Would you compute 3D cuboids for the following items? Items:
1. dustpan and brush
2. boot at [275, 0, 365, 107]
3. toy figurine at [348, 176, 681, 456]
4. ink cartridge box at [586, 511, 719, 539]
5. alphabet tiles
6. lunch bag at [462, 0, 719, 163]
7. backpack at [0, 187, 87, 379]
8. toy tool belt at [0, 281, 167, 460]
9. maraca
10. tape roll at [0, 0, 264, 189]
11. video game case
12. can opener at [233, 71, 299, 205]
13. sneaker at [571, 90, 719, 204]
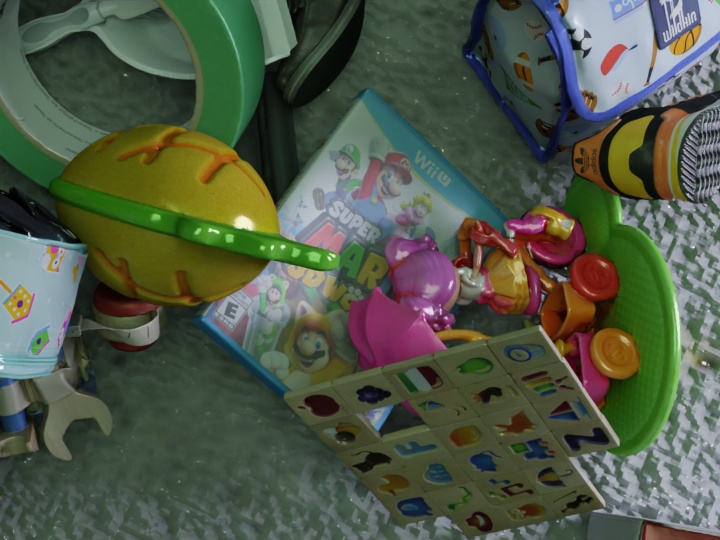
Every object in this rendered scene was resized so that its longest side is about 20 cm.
[{"bbox_3d":[-0.151,-0.177,1.061,0.200,0.057,0.140,-16,89,33],"label":"dustpan and brush"},{"bbox_3d":[-0.071,-0.222,1.091,0.174,0.069,0.200,22,72,4],"label":"boot"},{"bbox_3d":[0.082,0.022,1.024,0.184,0.150,0.200,1,61,-18],"label":"toy figurine"},{"bbox_3d":[0.255,0.211,1.014,0.200,0.176,0.084,10,82,-3],"label":"ink cartridge box"},{"bbox_3d":[0.072,0.110,1.002,0.167,0.200,0.008,-17,48,21],"label":"alphabet tiles"},{"bbox_3d":[0.168,-0.173,1.033,0.170,0.200,0.124,-35,79,-9],"label":"lunch bag"},{"bbox_3d":[-0.256,0.008,0.879,0.200,0.176,0.153,9,87,2],"label":"backpack"},{"bbox_3d":[-0.219,0.068,1.031,0.200,0.125,0.123,-4,117,-2],"label":"toy tool belt"},{"bbox_3d":[-0.101,-0.028,0.949,0.137,0.200,0.107,7,97,-45],"label":"maraca"},{"bbox_3d":[-0.162,-0.136,1.017,0.200,0.048,0.201,8,125,12],"label":"tape roll"},{"bbox_3d":[0.000,0.000,1.051,0.143,0.018,0.200,42,67,-17],"label":"video game case"},{"bbox_3d":[-0.071,-0.034,1.076,0.053,0.067,0.200,3,69,-26],"label":"can opener"},{"bbox_3d":[0.202,-0.084,1.055,0.090,0.200,0.070,5,100,25],"label":"sneaker"}]
